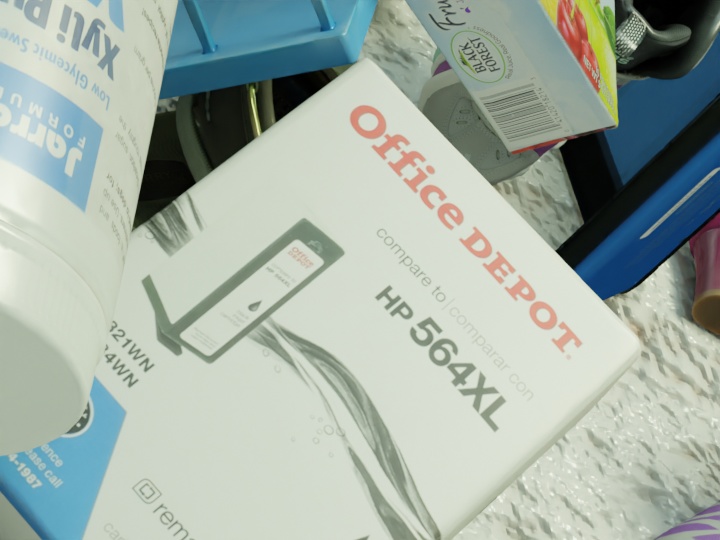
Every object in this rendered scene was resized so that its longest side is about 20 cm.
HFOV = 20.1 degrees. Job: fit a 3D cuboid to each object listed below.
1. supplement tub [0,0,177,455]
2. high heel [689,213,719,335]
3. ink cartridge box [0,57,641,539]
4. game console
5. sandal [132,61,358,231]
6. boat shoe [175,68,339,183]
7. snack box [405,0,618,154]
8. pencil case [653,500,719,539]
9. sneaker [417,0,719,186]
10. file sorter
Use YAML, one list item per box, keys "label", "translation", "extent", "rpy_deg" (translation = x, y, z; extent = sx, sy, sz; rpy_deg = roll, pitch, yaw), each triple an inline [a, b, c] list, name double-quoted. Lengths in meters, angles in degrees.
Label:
- label: "supplement tub"
  translation: [-0.124, -0.060, 0.603]
  extent: [0.131, 0.132, 0.201]
  rpy_deg: [22, 57, -25]
- label: "high heel"
  translation: [0.262, 0.015, 1.054]
  extent: [0.199, 0.067, 0.097]
  rpy_deg: [26, 50, -15]
- label: "ink cartridge box"
  translation: [-0.027, 0.045, 0.689]
  extent: [0.200, 0.084, 0.146]
  rpy_deg: [-40, 81, -24]
- label: "game console"
  translation: [0.140, -0.086, 0.936]
  extent: [0.119, 0.200, 0.170]
  rpy_deg: [53, 35, 14]
- label: "sandal"
  translation: [-0.044, -0.053, 0.860]
  extent: [0.080, 0.057, 0.201]
  rpy_deg: [51, 38, 12]
- label: "boat shoe"
  translation: [-0.002, 0.001, 0.803]
  extent: [0.072, 0.060, 0.203]
  rpy_deg: [-31, 94, -36]
- label: "snack box"
  translation: [0.040, -0.161, 0.774]
  extent: [0.200, 0.053, 0.143]
  rpy_deg: [50, 34, -46]
- label: "pencil case"
  translation: [0.158, 0.140, 0.833]
  extent: [0.199, 0.084, 0.086]
  rpy_deg: [-20, 103, -48]
- label: "sneaker"
  translation: [0.098, -0.100, 0.897]
  extent: [0.078, 0.200, 0.140]
  rpy_deg: [38, 12, -12]
- label: "file sorter"
  translation: [-0.098, -0.146, 0.761]
  extent: [0.139, 0.199, 0.123]
  rpy_deg: [-73, 149, -50]
